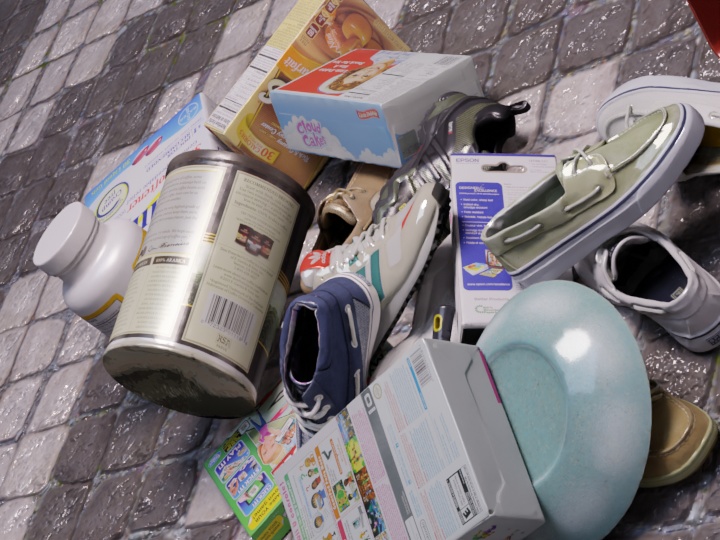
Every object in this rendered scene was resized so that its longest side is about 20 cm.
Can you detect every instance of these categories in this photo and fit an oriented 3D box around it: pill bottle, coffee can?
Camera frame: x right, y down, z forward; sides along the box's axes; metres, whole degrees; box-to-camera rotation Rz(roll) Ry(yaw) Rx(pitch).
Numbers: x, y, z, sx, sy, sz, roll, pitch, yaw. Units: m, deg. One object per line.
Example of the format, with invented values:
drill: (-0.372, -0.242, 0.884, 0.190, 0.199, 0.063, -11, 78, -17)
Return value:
pill bottle: (-0.215, 0.020, 1.831, 0.104, 0.200, 0.105, -39, 28, 26)
coffee can: (-0.137, 0.013, 1.732, 0.146, 0.146, 0.202, -11, 54, 45)

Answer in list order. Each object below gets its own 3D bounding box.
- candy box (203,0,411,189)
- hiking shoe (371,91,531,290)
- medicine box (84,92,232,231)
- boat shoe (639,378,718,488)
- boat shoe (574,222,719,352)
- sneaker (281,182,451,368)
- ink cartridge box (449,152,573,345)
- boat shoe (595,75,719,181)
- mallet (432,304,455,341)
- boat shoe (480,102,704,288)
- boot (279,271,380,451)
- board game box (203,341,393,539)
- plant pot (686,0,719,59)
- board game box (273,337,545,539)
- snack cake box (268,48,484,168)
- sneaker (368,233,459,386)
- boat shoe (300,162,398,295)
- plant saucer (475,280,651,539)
candy box: (-0.053, -0.187, 1.938, 0.201, 0.115, 0.055, -53, 31, -7)
hiking shoe: (0.080, -0.072, 1.689, 0.100, 0.076, 0.202, 3, 65, 47)
medicine box: (-0.186, -0.052, 1.974, 0.182, 0.103, 0.201, -40, 32, 15)
boat shoe: (0.177, 0.103, 1.394, 0.074, 0.063, 0.200, -55, 32, -9)
boat shoe: (0.215, -0.005, 1.460, 0.074, 0.065, 0.200, -52, 31, -4)
sneaker: (0.000, 0.000, 1.576, 0.201, 0.093, 0.070, -61, 2, 32)
ink cartridge box: (0.122, -0.018, 1.561, 0.094, 0.037, 0.201, 1, 48, -2)
boat shoe: (0.252, -0.099, 1.502, 0.201, 0.075, 0.086, 9, 45, 47)
mallet: (0.064, 0.126, 1.480, 0.065, 0.041, 0.202, 0, 76, 47)
boat shoe: (0.175, -0.062, 1.454, 0.200, 0.062, 0.072, -43, 23, 24)
boot: (-0.036, 0.105, 1.540, 0.072, 0.202, 0.090, 11, 17, 27)
board game box: (-0.044, 0.134, 1.671, 0.200, 0.029, 0.135, -49, 31, 1)
plant pot: (0.352, -0.263, 1.460, 0.176, 0.200, 0.200, -37, 31, -3)
board game box: (0.031, 0.167, 1.415, 0.200, 0.064, 0.149, -42, 54, 36)
snack cake box: (0.016, -0.158, 1.827, 0.114, 0.068, 0.199, -31, 24, -26)
sneaker: (0.085, 0.052, 1.574, 0.088, 0.075, 0.201, 9, 59, 32)
boat shoe: (-0.004, -0.047, 1.777, 0.071, 0.064, 0.201, -18, 42, 39)
plant saucer: (0.127, 0.107, 1.387, 0.200, 0.038, 0.204, -6, 82, 51)
